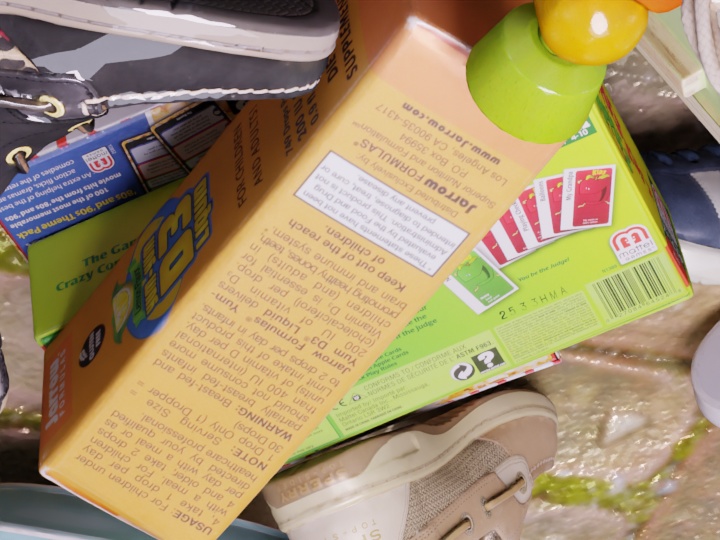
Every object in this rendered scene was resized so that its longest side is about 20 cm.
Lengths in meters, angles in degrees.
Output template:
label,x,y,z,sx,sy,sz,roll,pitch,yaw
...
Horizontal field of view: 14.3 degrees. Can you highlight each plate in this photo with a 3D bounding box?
label,x,y,z,sx,sy,sz,roll,pitch,yaw
plate,-0.081,0.107,1.091,0.199,0.026,0.200,10,167,2

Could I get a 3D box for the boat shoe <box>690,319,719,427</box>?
label,x,y,z,sx,sy,sz,roll,pitch,yaw
boat shoe,0.227,0.023,1.111,0.199,0.071,0.070,-26,135,4

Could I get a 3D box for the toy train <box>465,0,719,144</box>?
label,x,y,z,sx,sy,sz,roll,pitch,yaw
toy train,0.065,-0.074,0.759,0.084,0.201,0.116,8,142,-22

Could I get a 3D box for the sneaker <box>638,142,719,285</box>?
label,x,y,z,sx,sy,sz,roll,pitch,yaw
sneaker,0.149,-0.033,1.035,0.199,0.075,0.085,14,94,-7

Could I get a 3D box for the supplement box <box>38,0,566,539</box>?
label,x,y,z,sx,sy,sz,roll,pitch,yaw
supplement box,-0.021,-0.006,0.878,0.069,0.067,0.200,28,118,-22

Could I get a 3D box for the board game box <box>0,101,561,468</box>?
label,x,y,z,sx,sy,sz,roll,pitch,yaw
board game box,-0.031,-0.012,1.017,0.151,0.046,0.200,-21,137,8

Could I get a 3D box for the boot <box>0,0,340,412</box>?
label,x,y,z,sx,sy,sz,roll,pitch,yaw
boot,-0.111,-0.028,0.841,0.198,0.073,0.152,2,117,-8

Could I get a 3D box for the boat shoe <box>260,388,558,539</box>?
label,x,y,z,sx,sy,sz,roll,pitch,yaw
boat shoe,0.027,0.090,1.067,0.071,0.065,0.200,-25,174,26

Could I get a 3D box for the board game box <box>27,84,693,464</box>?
label,x,y,z,sx,sy,sz,roll,pitch,yaw
board game box,0.000,0.000,0.962,0.199,0.048,0.102,-23,132,11

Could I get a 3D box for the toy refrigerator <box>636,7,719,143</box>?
label,x,y,z,sx,sy,sz,roll,pitch,yaw
toy refrigerator,0.120,-0.083,0.855,0.070,0.200,0.076,-27,140,-11
